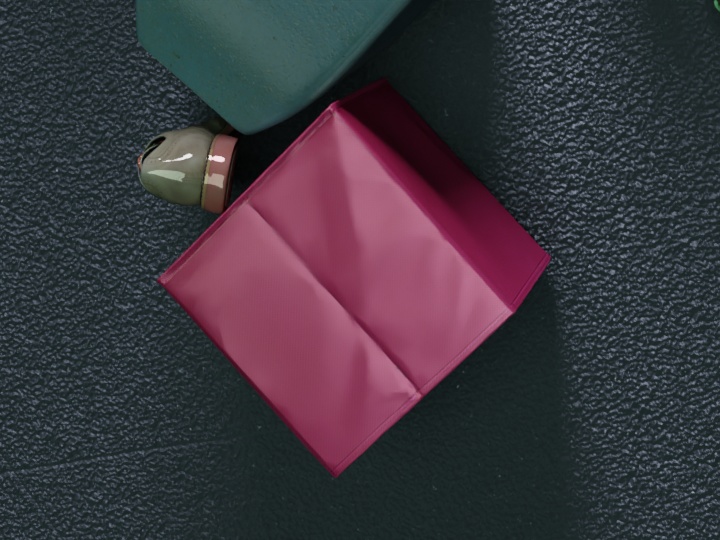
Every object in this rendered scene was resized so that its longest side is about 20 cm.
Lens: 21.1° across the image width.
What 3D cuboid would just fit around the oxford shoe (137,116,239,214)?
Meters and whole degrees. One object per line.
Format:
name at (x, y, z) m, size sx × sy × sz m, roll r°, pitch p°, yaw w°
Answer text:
oxford shoe at (-0.132, -0.088, 1.484) m, size 0.074 × 0.200 × 0.071 m, roll 9°, pitch 95°, yaw -4°

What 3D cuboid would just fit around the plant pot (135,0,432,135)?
plant pot at (-0.057, -0.221, 1.453) m, size 0.196 × 0.196 × 0.200 m, roll 41°, pitch 118°, yaw 2°

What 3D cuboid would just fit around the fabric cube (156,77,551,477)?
fabric cube at (0.000, 0.000, 1.476) m, size 0.199 × 0.196 × 0.200 m, roll 46°, pitch 108°, yaw 0°

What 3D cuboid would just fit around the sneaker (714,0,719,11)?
sneaker at (0.295, -0.201, 1.440) m, size 0.076 × 0.088 × 0.202 m, roll -26°, pitch 118°, yaw -20°
